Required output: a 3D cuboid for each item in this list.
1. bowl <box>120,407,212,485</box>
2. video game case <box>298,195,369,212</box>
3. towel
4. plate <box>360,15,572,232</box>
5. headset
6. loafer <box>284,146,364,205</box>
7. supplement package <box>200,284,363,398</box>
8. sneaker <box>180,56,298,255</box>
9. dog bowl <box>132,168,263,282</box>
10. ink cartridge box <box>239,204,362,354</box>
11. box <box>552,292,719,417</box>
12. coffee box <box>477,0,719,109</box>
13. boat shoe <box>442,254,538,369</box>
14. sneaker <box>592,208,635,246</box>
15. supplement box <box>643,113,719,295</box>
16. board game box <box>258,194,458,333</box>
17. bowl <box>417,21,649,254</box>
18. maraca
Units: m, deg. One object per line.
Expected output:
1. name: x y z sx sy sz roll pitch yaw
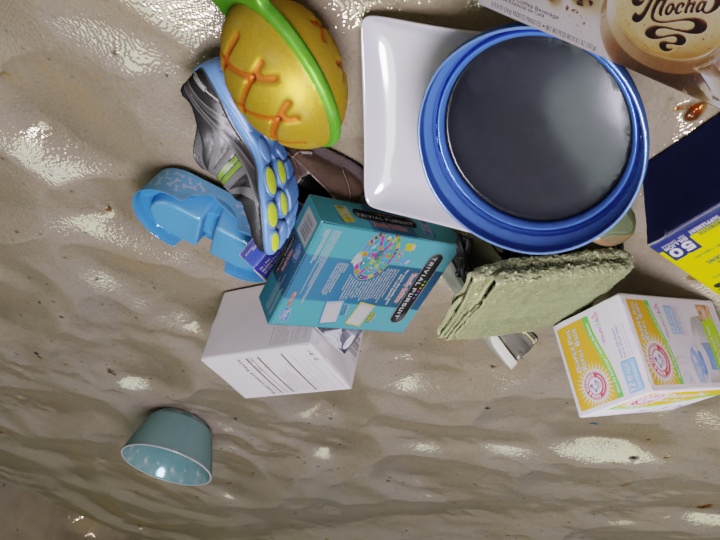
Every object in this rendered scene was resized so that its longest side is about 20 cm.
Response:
1. bowl: -0.394 0.366 1.469 0.195 0.107 0.203 9 144 7
2. video game case: -0.025 -0.041 0.889 0.195 0.018 0.144 -1 141 19
3. towel: 0.187 0.026 0.757 0.195 0.037 0.149 -6 153 -18
4. plate: 0.094 -0.133 0.662 0.196 0.032 0.203 16 130 23
5. headset: 0.202 -0.014 0.784 0.195 0.096 0.125 6 144 -9
6. loafer: -0.085 -0.114 0.768 0.196 0.072 0.073 21 143 -9
7. supplement package: -0.110 0.099 1.012 0.196 0.123 0.120 -10 138 30
8. sneaker: -0.125 -0.114 0.719 0.081 0.071 0.204 -13 106 30
9. dog bowl: -0.187 -0.059 0.876 0.197 0.050 0.112 27 147 -6
10. ink cartridge box: -0.052 0.009 0.865 0.200 0.100 0.039 46 170 -36
11. box: 0.337 0.101 0.812 0.196 0.115 0.101 5 153 -35
12. coffee box: 0.187 -0.215 0.473 0.198 0.080 0.114 33 151 21
13. boat shoe: 0.164 0.039 0.895 0.060 0.072 0.203 -37 115 -1
14. sneaker: 0.224 -0.100 0.684 0.198 0.068 0.089 34 144 -18
15. supplement box: 0.385 -0.043 0.673 0.197 0.111 0.109 28 142 -19
16. board game box: 0.000 0.000 0.807 0.196 0.047 0.152 7 129 -35
17. bowl: 0.145 -0.111 0.596 0.196 0.039 0.205 16 128 21
18. maraca: -0.080 -0.198 0.629 0.136 0.107 0.202 16 144 57
